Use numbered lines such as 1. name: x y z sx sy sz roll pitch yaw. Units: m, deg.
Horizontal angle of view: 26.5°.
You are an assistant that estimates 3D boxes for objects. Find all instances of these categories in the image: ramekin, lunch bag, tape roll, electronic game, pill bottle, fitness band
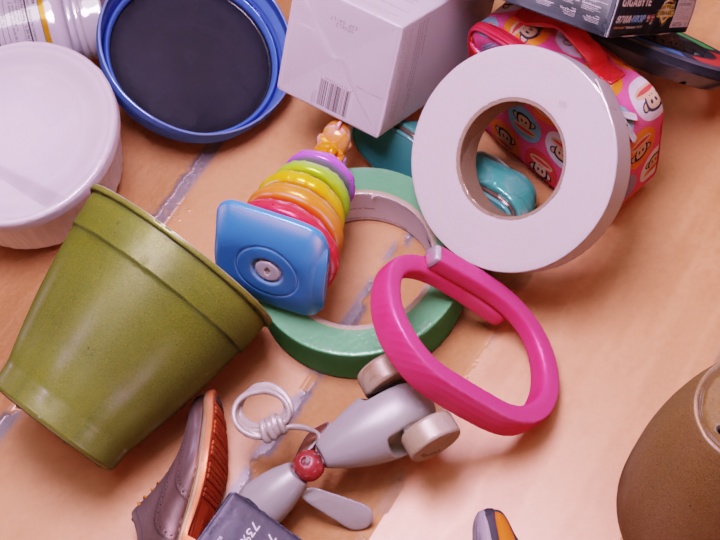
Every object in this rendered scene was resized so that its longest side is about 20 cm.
1. ramekin: -0.324 -0.113 1.489 0.201 0.094 0.204 -2 65 5
2. lunch bag: 0.189 -0.162 1.422 0.082 0.177 0.200 -39 61 -21
3. tape roll: 0.140 -0.098 1.352 0.201 0.037 0.205 0 90 30
4. electronic game: 0.270 -0.223 1.463 0.199 0.200 0.042 28 109 20
5. tape roll: 0.000 0.000 1.424 0.199 0.048 0.202 -3 59 5
6. pill bottle: -0.355 -0.237 1.563 0.198 0.109 0.110 -13 59 -2
7. fitness band: 0.093 0.060 1.318 0.199 0.037 0.144 30 42 -27

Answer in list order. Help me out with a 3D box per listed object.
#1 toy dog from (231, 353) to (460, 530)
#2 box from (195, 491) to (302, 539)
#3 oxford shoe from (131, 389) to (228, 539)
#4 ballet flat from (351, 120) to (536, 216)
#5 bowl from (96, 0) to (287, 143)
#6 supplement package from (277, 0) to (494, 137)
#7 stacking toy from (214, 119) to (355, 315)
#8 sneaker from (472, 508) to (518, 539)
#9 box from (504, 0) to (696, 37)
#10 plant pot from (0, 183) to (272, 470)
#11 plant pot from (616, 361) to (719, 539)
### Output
1. toy dog: -0.006 0.154 1.326 0.199 0.096 0.133 -15 66 12
2. box: -0.067 0.296 1.198 0.199 0.104 0.148 36 68 4
3. oxford shoe: -0.160 0.194 1.316 0.072 0.071 0.201 3 61 12
4. ballet flat: 0.085 -0.099 1.471 0.199 0.068 0.070 32 44 22
5. bowl: -0.166 -0.219 1.532 0.199 0.039 0.202 7 68 -17
6. supplement package: 0.031 -0.234 1.471 0.121 0.120 0.200 28 38 21
7. stacking toy: -0.047 -0.067 1.395 0.109 0.117 0.201 18 49 10
8. sneaker: 0.163 0.280 1.237 0.111 0.078 0.201 -15 70 -7
9. box: 0.183 -0.262 1.384 0.199 0.046 0.158 27 23 31
10. plant pot: -0.212 0.063 1.343 0.200 0.200 0.193 32 80 22
11. plant pot: 0.300 0.152 1.216 0.185 0.200 0.188 -3 59 5
